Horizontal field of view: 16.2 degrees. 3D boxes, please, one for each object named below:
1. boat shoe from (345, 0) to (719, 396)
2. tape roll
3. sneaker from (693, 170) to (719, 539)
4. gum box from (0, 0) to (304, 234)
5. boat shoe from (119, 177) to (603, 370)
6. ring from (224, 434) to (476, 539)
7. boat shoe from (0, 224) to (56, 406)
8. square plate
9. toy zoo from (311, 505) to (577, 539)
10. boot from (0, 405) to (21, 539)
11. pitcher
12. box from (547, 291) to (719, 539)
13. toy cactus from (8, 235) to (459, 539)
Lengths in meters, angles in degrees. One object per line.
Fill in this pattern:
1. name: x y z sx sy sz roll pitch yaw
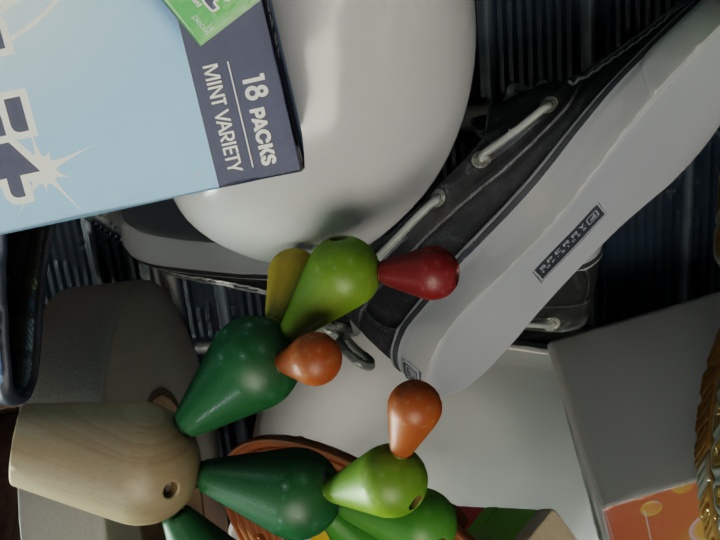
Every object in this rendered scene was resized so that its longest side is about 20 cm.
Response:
1. boat shoe: 0.073 -0.043 0.978 0.200 0.068 0.072 -48 153 -2
2. tape roll: -0.095 0.104 1.060 0.037 0.203 0.203 -7 134 11
3. sneaker: 0.181 0.026 0.978 0.087 0.200 0.076 11 158 -3
4. gum box: -0.133 -0.096 0.833 0.200 0.045 0.170 -12 112 3
5. boat shoe: 0.000 -0.001 1.044 0.199 0.074 0.068 -1 120 -10
6. ring: 0.021 0.141 1.099 0.200 0.019 0.201 31 150 20
7. boat shoe: -0.119 -0.048 0.920 0.069 0.084 0.200 19 108 21
8. square plate: 0.044 0.092 1.165 0.198 0.028 0.200 9 134 -6
9. toy zoo: 0.054 0.156 1.120 0.200 0.020 0.131 -5 127 55
10. boot: -0.142 0.144 1.121 0.072 0.167 0.200 0 136 3
11. pitcher: -0.035 -0.114 0.921 0.171 0.121 0.200 23 127 12
12. box: 0.194 0.074 1.069 0.200 0.098 0.125 -16 135 2
13. toy cactus: -0.044 0.070 0.933 0.165 0.102 0.200 10 123 0
